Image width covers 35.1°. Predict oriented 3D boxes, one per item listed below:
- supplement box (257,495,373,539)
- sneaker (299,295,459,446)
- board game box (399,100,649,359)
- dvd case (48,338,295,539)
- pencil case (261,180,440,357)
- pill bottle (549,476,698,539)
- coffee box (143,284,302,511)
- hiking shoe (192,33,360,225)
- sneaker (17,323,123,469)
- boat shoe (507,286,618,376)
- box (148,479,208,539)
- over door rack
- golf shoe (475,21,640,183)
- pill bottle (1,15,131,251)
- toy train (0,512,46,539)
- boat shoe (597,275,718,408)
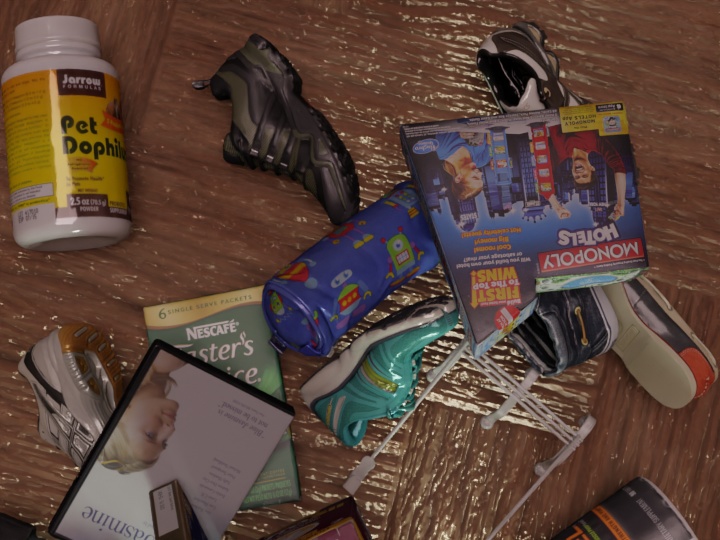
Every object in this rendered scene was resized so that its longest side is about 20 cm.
[{"bbox_3d":[-0.041,0.272,0.967,0.129,0.200,0.104,-25,84,-3],"label":"supplement box"},{"bbox_3d":[0.027,0.088,1.013,0.077,0.200,0.080,-25,76,-47],"label":"sneaker"},{"bbox_3d":[0.139,-0.032,0.979,0.196,0.062,0.204,-5,75,4],"label":"board game box"},{"bbox_3d":[-0.165,0.175,0.998,0.141,0.018,0.202,28,100,-19],"label":"dvd case"},{"bbox_3d":[0.000,0.000,1.021,0.199,0.078,0.088,-38,105,-31],"label":"pencil case"},{"bbox_3d":[0.204,0.284,1.016,0.199,0.106,0.107,-35,86,-4],"label":"pill bottle"},{"bbox_3d":[-0.129,0.122,1.059,0.121,0.044,0.204,-9,84,-1],"label":"coffee box"},{"bbox_3d":[-0.076,-0.118,1.080,0.100,0.076,0.202,-33,81,11],"label":"hiking shoe"},{"bbox_3d":[-0.248,0.150,1.052,0.087,0.075,0.203,-20,94,26],"label":"sneaker"},{"bbox_3d":[0.156,-0.004,1.038,0.090,0.071,0.202,-20,76,-41],"label":"boat shoe"},{"bbox_3d":[-0.124,0.291,0.970,0.032,0.121,0.203,-22,113,-6],"label":"box"},{"bbox_3d":[0.099,0.166,1.052,0.147,0.067,0.201,39,97,5],"label":"over door rack"},{"bbox_3d":[0.175,-0.137,1.057,0.201,0.094,0.078,51,128,9],"label":"golf shoe"},{"bbox_3d":[-0.272,-0.125,1.050,0.107,0.109,0.204,-6,85,-1],"label":"pill bottle"},{"bbox_3d":[-0.282,0.292,1.007,0.197,0.085,0.115,23,113,2],"label":"toy train"},{"bbox_3d":[0.254,0.037,1.064,0.062,0.071,0.201,-24,68,-39],"label":"boat shoe"}]
